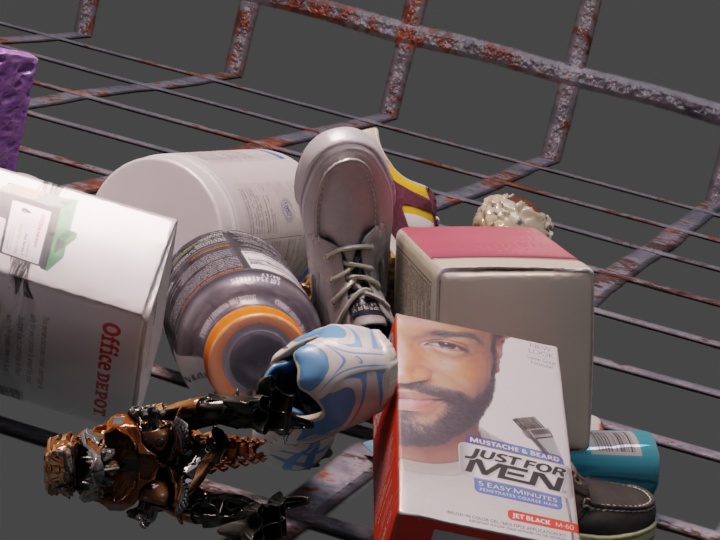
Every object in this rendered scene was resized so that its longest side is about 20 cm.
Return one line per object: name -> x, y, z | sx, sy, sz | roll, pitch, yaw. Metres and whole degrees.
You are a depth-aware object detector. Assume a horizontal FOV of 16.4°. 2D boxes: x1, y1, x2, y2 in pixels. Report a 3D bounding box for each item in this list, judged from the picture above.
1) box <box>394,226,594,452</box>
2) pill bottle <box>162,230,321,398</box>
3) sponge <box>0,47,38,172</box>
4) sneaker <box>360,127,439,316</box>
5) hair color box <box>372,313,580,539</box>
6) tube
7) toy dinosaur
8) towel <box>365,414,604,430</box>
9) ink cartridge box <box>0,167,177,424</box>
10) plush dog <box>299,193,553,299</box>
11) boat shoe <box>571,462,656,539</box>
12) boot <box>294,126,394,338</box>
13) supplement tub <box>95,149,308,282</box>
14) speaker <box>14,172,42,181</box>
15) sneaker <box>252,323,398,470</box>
box -> 0.089, 0.045, 1.725 | 0.108, 0.128, 0.200 | 0, 9, -7
pill bottle -> -0.085, 0.041, 1.773 | 0.106, 0.107, 0.200 | 11, 11, -12
sponge -> -0.311, -0.073, 1.832 | 0.111, 0.201, 0.030 | 7, 14, -25
sneaker -> 0.038, -0.013, 1.872 | 0.075, 0.200, 0.090 | -11, 28, 44
hair color box -> 0.067, 0.115, 1.500 | 0.110, 0.064, 0.200 | 11, 31, -8
tube -> 0.107, 0.131, 1.716 | 0.199, 0.051, 0.077 | 4, 4, -18
toy dinosaur -> -0.105, 0.105, 1.465 | 0.135, 0.103, 0.200 | 2, 21, 25
towel -> 0.087, 0.110, 1.861 | 0.199, 0.023, 0.144 | 14, 11, 2
ink cartridge box -> -0.224, 0.010, 1.600 | 0.199, 0.146, 0.085 | 16, 55, 1
plush dog -> 0.046, 0.024, 2.019 | 0.199, 0.161, 0.172 | -6, 0, -34
boat shoe -> 0.110, 0.138, 1.608 | 0.200, 0.066, 0.072 | 7, 14, -25
boot -> 0.000, 0.000, 1.758 | 0.073, 0.201, 0.096 | -13, 45, -8
supplement tub -> -0.123, -0.034, 2.061 | 0.132, 0.133, 0.200 | 18, 11, 24
speaker -> -0.254, -0.018, 1.941 | 0.081, 0.082, 0.200 | 10, 12, -19
sneaker -> -0.038, 0.078, 1.558 | 0.072, 0.072, 0.200 | 5, -19, -18
